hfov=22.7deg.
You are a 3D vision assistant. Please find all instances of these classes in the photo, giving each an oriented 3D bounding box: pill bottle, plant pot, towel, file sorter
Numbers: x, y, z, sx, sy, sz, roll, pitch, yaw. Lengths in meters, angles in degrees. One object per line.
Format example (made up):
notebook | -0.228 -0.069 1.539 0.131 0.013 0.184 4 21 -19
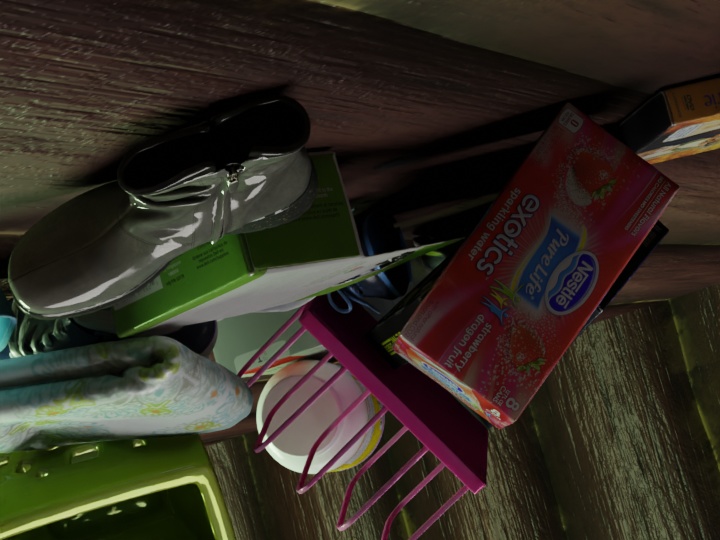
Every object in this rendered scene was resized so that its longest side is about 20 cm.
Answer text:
pill bottle | -0.039 0.137 1.678 0.103 0.105 0.200 -16 172 7
plant pot | -0.200 0.202 1.400 0.197 0.202 0.182 -15 -148 -6
towel | -0.191 0.091 1.248 0.198 0.049 0.171 -10 168 12
file sorter | -0.006 0.127 1.498 0.125 0.200 0.139 -44 -174 13

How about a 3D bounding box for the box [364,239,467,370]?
box | 0.103 -0.012 1.398 0.200 0.048 0.193 -42 -178 -16

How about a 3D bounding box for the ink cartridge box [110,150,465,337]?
ink cartridge box | -0.054 -0.022 1.185 0.199 0.076 0.147 -10 171 -46

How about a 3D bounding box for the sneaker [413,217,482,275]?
sneaker | 0.094 0.003 1.650 0.073 0.082 0.200 -17 173 5

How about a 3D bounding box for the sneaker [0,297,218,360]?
sneaker | -0.206 0.023 1.269 0.198 0.081 0.147 -3 156 10

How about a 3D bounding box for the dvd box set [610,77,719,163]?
dvd box set | 0.293 -0.122 1.343 0.198 0.030 0.146 -13 172 -14

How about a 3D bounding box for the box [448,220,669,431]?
box | 0.160 0.030 1.550 0.141 0.079 0.200 -40 171 -44

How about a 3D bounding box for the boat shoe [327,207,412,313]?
boat shoe | 0.000 0.000 1.439 0.068 0.085 0.200 -13 171 6

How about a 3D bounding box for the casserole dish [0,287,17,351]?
casserole dish | -0.296 0.035 1.206 0.120 0.039 0.200 -8 171 -17

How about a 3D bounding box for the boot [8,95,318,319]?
boot | -0.118 -0.042 0.994 0.198 0.068 0.131 -23 168 0

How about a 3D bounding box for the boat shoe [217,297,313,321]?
boat shoe | -0.089 0.000 1.358 0.199 0.071 0.070 -25 -164 31

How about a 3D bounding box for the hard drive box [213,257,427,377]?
hard drive box | -0.031 0.041 1.692 0.155 0.078 0.200 -20 171 25

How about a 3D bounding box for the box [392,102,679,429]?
box | 0.118 -0.001 1.232 0.201 0.099 0.095 -53 178 -8
